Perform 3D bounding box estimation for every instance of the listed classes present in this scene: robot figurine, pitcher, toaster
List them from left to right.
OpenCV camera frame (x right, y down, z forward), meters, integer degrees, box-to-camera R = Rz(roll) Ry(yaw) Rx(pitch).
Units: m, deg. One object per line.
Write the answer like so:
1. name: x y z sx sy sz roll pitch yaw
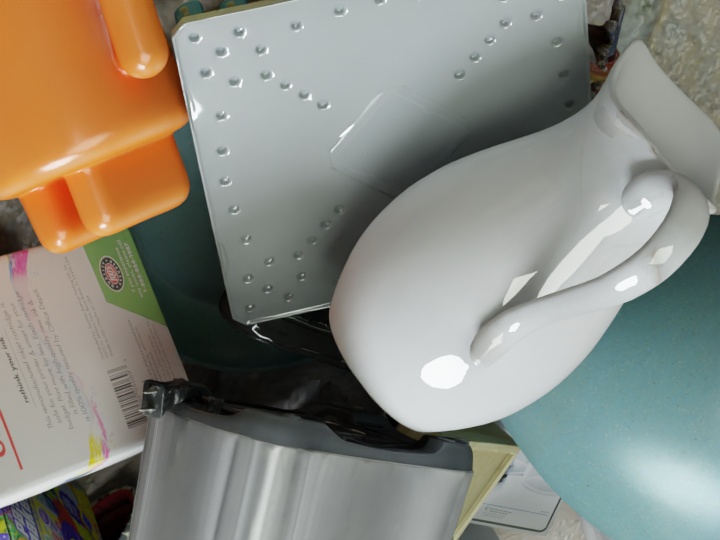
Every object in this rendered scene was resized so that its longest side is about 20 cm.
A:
1. robot figurine: -0.157 -0.113 1.078 0.116 0.144 0.201 -22 95 -5
2. toaster: -0.039 0.131 1.096 0.199 0.113 0.130 13 90 -46
3. pitcher: 0.081 -0.001 1.048 0.200 0.172 0.121 -39 106 19

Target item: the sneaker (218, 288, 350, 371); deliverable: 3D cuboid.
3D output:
1. sneaker: 0.000 -0.001 1.204 0.198 0.060 0.105 17 112 -15

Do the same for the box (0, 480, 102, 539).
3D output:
1. box: -0.238 0.197 1.190 0.192 0.200 0.122 -37 124 4

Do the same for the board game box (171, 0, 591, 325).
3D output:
1. board game box: 0.017 -0.071 1.100 0.198 0.026 0.201 -13 133 -4

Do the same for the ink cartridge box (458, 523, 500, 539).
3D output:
1. ink cartridge box: 0.019 0.256 1.349 0.084 0.146 0.200 31 104 -32

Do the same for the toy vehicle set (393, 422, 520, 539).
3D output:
1. toy vehicle set: 0.005 0.169 1.245 0.201 0.026 0.124 -55 156 8

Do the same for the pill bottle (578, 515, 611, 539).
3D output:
1. pill bottle: 0.245 0.144 1.388 0.199 0.117 0.117 -24 123 -6

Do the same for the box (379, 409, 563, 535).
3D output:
1. box: 0.093 0.053 1.315 0.116 0.060 0.201 14 112 -26

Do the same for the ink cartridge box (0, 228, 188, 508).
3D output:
1. ink cartridge box: -0.183 0.057 1.106 0.067 0.118 0.199 -25 175 37

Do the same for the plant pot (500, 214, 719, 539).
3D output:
1. plant pot: 0.150 0.053 1.200 0.134 0.200 0.201 18 112 -5

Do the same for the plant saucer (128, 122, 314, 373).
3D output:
1. plant saucer: -0.052 -0.038 1.225 0.198 0.036 0.201 -9 120 -16

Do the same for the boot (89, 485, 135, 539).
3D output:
1. boot: -0.155 0.237 1.317 0.204 0.073 0.154 -46 124 -3

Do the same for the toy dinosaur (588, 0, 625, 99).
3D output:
1. toy dinosaur: 0.043 -0.118 1.180 0.180 0.200 0.106 14 83 10
